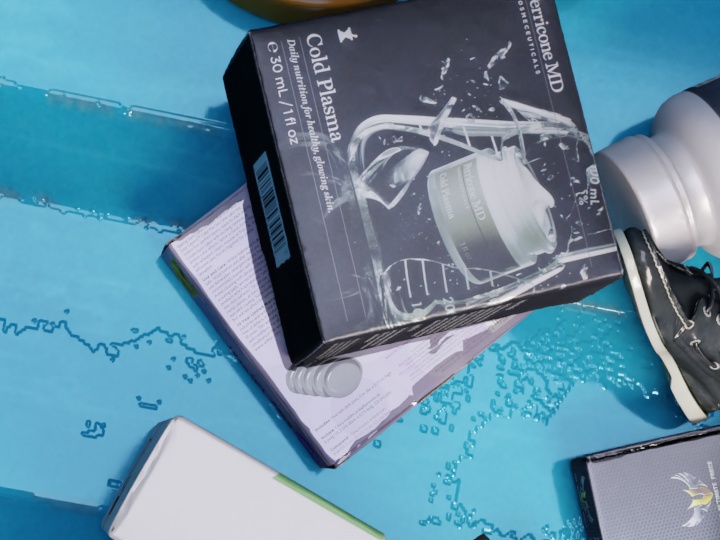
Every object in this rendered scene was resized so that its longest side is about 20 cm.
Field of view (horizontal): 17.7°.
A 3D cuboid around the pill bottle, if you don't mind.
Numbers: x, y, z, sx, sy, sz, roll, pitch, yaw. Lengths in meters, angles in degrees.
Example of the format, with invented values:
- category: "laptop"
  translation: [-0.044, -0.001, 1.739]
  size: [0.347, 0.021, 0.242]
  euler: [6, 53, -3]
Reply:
- category: "pill bottle"
  translation: [0.262, -0.076, 1.539]
  size: [0.200, 0.120, 0.120]
  euler: [-24, 87, -11]

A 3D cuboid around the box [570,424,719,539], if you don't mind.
- category: "box"
  translation: [0.238, 0.204, 1.533]
  size: [0.157, 0.051, 0.200]
  euler: [-11, 84, -9]

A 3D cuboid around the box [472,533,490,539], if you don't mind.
- category: "box"
  translation: [0.021, 0.274, 1.350]
  size: [0.200, 0.149, 0.124]
  euler: [-35, 76, -20]

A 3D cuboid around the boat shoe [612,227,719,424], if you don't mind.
- category: "boat shoe"
  translation: [0.214, 0.028, 1.484]
  size: [0.066, 0.199, 0.075]
  euler: [-21, 46, 10]

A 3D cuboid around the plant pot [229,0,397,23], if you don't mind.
- category: "plant pot"
  translation: [-0.021, -0.275, 1.486]
  size: [0.200, 0.183, 0.201]
  euler: [1, 82, -9]

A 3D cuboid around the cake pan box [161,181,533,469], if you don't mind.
- category: "cake pan box"
  translation: [0.000, 0.000, 1.522]
  size: [0.200, 0.052, 0.184]
  euler: [-39, 92, -12]

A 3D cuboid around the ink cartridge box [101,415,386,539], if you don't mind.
- category: "ink cartridge box"
  translation: [-0.077, 0.159, 1.413]
  size: [0.145, 0.200, 0.084]
  euler: [30, 82, -4]

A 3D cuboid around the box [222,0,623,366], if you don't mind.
- category: "box"
  translation: [0.036, -0.062, 1.452]
  size: [0.196, 0.124, 0.200]
  euler: [-13, 84, -13]
